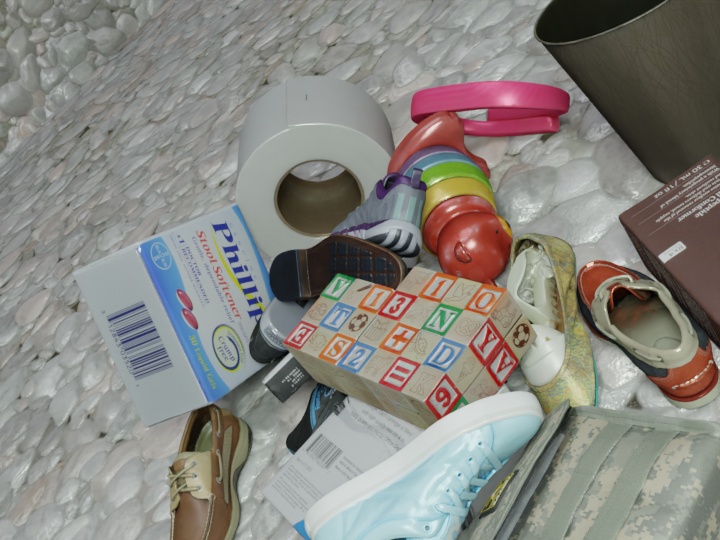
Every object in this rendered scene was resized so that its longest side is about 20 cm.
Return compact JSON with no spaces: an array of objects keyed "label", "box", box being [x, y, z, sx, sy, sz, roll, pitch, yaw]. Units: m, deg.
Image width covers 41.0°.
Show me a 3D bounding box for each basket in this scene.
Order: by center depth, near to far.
[{"label":"basket","box":[0.290,-0.190,0.912,0.180,0.200,0.136,-26,34,23]}]

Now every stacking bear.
[{"label":"stacking bear","box":[0.104,-0.061,1.042,0.113,0.122,0.200,-31,39,9]}]

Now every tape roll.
[{"label":"tape roll","box":[-0.052,-0.121,1.190,0.202,0.203,0.139,-30,31,15]}]

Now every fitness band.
[{"label":"fitness band","box":[0.150,-0.189,1.126,0.200,0.143,0.038,2,86,49]}]

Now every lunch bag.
[{"label":"lunch bag","box":[0.152,0.182,0.657,0.200,0.118,0.164,-1,47,55]}]

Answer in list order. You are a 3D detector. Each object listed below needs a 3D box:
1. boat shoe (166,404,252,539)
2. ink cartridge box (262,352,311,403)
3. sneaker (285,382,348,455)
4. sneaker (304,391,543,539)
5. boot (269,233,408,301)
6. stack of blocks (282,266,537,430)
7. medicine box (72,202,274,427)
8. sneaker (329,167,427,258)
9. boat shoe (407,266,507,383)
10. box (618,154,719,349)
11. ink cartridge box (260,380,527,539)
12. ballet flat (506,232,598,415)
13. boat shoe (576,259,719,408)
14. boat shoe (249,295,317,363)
[{"label":"boat shoe","box":[-0.168,0.218,0.990,0.075,0.074,0.200,-26,33,21]},{"label":"ink cartridge box","box":[-0.044,0.079,1.020,0.095,0.037,0.200,-45,1,6]},{"label":"sneaker","box":[-0.008,0.107,0.969,0.082,0.073,0.200,-8,40,48]},{"label":"sneaker","box":[0.058,0.168,0.704,0.200,0.074,0.082,-35,56,9]},{"label":"boot","box":[0.000,0.000,1.001,0.200,0.097,0.075,0,91,49]},{"label":"stack of blocks","box":[0.037,0.059,0.825,0.200,0.059,0.115,15,59,51]},{"label":"medicine box","box":[-0.186,0.043,1.067,0.103,0.183,0.200,-21,7,29]},{"label":"sneaker","box":[0.025,-0.056,1.040,0.200,0.074,0.088,-6,67,68]},{"label":"boat shoe","box":[0.098,0.042,0.937,0.066,0.075,0.199,-37,31,-1]},{"label":"box","box":[0.302,-0.004,0.782,0.100,0.075,0.200,-34,33,7]},{"label":"ink cartridge box","box":[0.033,0.167,0.829,0.200,0.086,0.146,-45,32,-13]},{"label":"ballet flat","box":[0.159,0.048,0.840,0.070,0.071,0.201,-21,46,27]},{"label":"boat shoe","box":[0.232,0.038,0.812,0.071,0.063,0.200,-37,29,7]},{"label":"boat shoe","box":[-0.071,0.039,1.101,0.057,0.069,0.200,-47,1,32]}]
